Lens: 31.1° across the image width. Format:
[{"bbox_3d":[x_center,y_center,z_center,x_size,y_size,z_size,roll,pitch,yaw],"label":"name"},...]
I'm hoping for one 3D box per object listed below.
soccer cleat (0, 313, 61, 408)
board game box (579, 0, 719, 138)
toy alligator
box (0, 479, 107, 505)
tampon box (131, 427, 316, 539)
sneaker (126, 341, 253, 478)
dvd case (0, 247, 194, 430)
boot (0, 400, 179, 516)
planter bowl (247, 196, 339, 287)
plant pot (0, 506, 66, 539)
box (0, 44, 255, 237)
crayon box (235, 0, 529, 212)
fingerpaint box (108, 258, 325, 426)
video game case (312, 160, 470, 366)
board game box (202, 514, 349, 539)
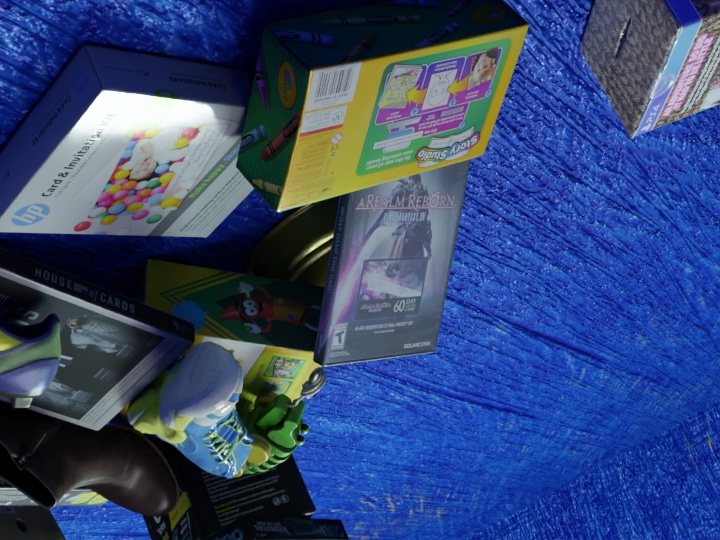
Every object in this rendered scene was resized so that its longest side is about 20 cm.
[{"bbox_3d":[-0.319,0.043,0.957,0.198,0.065,0.084,14,104,-22],"label":"soccer cleat"},{"bbox_3d":[0.295,-0.215,1.026,0.198,0.097,0.160,-21,158,-11],"label":"board game box"},{"bbox_3d":[-0.074,0.143,1.147,0.054,0.060,0.200,38,136,-18],"label":"toy alligator"},{"bbox_3d":[-0.310,0.162,1.202,0.035,0.111,0.200,-32,157,19],"label":"box"},{"bbox_3d":[-0.159,0.203,1.340,0.125,0.201,0.150,-12,154,-29],"label":"tampon box"},{"bbox_3d":[-0.118,0.119,1.067,0.076,0.105,0.200,-59,-163,-20],"label":"sneaker"},{"bbox_3d":[-0.256,0.057,1.039,0.199,0.025,0.150,24,130,-35],"label":"dvd case"},{"bbox_3d":[-0.251,0.176,1.132,0.072,0.200,0.166,-48,-171,12],"label":"boot"},{"bbox_3d":[0.000,0.000,1.212,0.199,0.084,0.201,-21,158,-9],"label":"planter bowl"},{"bbox_3d":[-0.405,0.266,1.245,0.177,0.200,0.200,-40,157,7],"label":"plant pot"},{"bbox_3d":[-0.147,-0.084,0.915,0.199,0.041,0.156,2,145,-48],"label":"box"},{"bbox_3d":[0.017,-0.124,0.915,0.199,0.058,0.119,-18,141,-34],"label":"crayon box"},{"bbox_3d":[-0.133,0.078,1.184,0.165,0.074,0.200,9,147,-15],"label":"fingerpaint box"},{"bbox_3d":[0.030,-0.021,1.114,0.142,0.019,0.202,-3,109,-45],"label":"video game case"},{"bbox_3d":[-0.110,0.284,1.266,0.135,0.028,0.200,-34,157,16],"label":"board game box"}]
